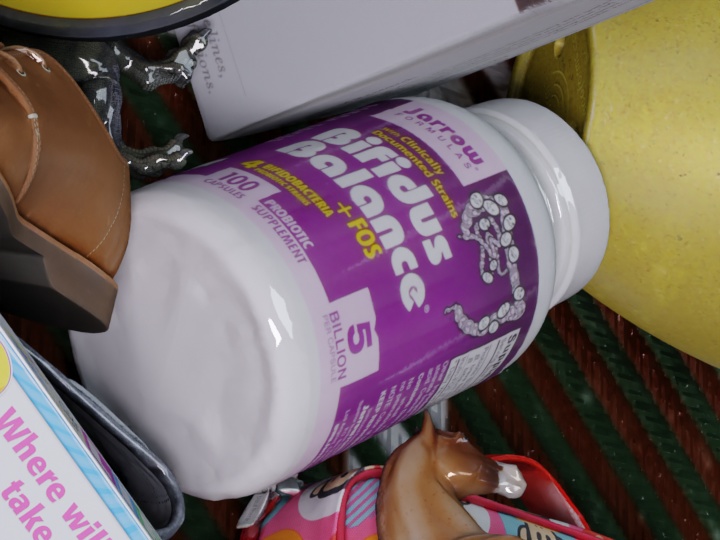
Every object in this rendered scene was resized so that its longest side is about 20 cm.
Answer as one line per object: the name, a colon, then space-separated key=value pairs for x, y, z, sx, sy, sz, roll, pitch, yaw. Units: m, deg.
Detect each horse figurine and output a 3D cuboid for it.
horse figurine: x=0.036 y=0.148 z=0.879 sx=0.132 sy=0.050 sz=0.200 roll=25 pitch=64 yaw=7

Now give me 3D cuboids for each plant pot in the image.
plant pot: x=0.139 y=-0.055 z=1.091 sx=0.141 sy=0.200 sz=0.201 roll=9 pitch=69 yaw=-17

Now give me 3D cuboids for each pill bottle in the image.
pill bottle: x=0.000 y=0.000 z=0.973 sx=0.200 sy=0.112 sz=0.113 roll=-24 pitch=94 yaw=-45

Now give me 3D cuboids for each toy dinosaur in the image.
toy dinosaur: x=-0.100 y=-0.074 z=0.949 sx=0.088 sy=0.047 sz=0.201 roll=25 pitch=60 yaw=-19

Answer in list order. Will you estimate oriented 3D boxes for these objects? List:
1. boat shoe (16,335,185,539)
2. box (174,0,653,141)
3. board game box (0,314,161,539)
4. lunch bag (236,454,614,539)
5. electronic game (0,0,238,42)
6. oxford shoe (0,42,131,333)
boat shoe: x=-0.141 y=0.035 z=0.855 sx=0.200 sy=0.068 sz=0.072 roll=40 pitch=52 yaw=-24
box: x=0.021 y=-0.174 z=0.987 sx=0.130 sy=0.200 sz=0.200 roll=-17 pitch=89 yaw=-48
board game box: x=-0.121 y=0.114 z=0.821 sx=0.134 sy=0.034 sz=0.200 roll=-34 pitch=105 yaw=-3
lunch bag: x=0.041 y=0.151 z=0.985 sx=0.200 sy=0.082 sz=0.177 roll=24 pitch=61 yaw=-36
electronic game: x=-0.090 y=-0.177 z=0.907 sx=0.042 sy=0.199 sz=0.201 roll=9 pitch=66 yaw=-83
oxford shoe: x=-0.121 y=-0.044 z=0.814 sx=0.200 sy=0.071 sz=0.072 roll=52 pitch=53 yaw=-68
